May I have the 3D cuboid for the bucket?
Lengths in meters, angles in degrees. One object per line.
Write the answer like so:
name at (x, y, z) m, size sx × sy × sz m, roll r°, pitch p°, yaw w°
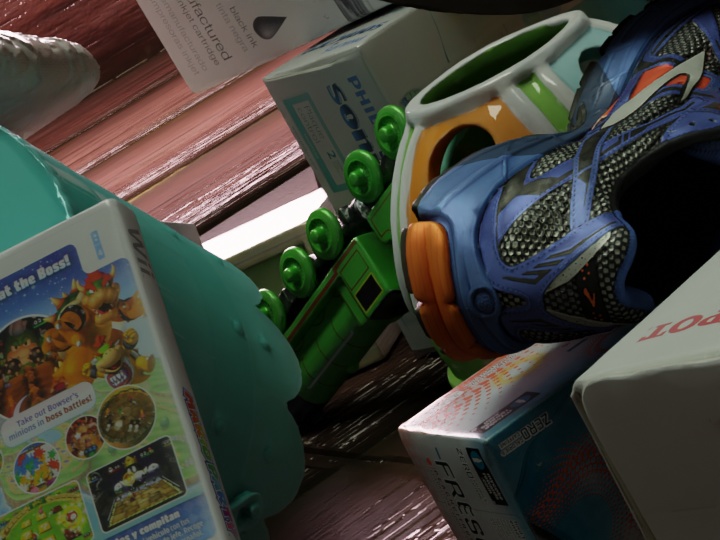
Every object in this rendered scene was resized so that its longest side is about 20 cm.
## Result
bucket at (-0.138, 0.051, 0.874) m, size 0.207 × 0.208 × 0.135 m, roll -25°, pitch -32°, yaw 18°

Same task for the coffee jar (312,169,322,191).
coffee jar at (0.056, -0.077, 1.244) m, size 0.104 × 0.086 × 0.200 m, roll -13°, pitch 10°, yaw 28°

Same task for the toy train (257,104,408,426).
toy train at (0.000, 0.000, 1.036) m, size 0.042 × 0.056 × 0.200 m, roll -18°, pitch -25°, yaw -38°

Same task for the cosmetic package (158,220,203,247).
cosmetic package at (-0.155, 0.063, 1.120) m, size 0.200 × 0.108 × 0.085 m, roll -26°, pitch -8°, yaw 16°

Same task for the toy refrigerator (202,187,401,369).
toy refrigerator at (-0.084, 0.037, 1.182) m, size 0.200 × 0.076 × 0.070 m, roll -23°, pitch 13°, yaw 21°

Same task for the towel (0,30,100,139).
towel at (-0.213, -0.039, 0.984) m, size 0.191 × 0.032 × 0.200 m, roll -33°, pitch -4°, yaw 13°

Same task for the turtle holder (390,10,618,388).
turtle holder at (0.093, -0.030, 0.913) m, size 0.185 × 0.132 × 0.141 m, roll -35°, pitch 12°, yaw -25°

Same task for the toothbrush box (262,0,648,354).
toothbrush box at (0.080, -0.076, 1.108) m, size 0.200 × 0.147 × 0.085 m, roll -37°, pitch 13°, yaw -31°

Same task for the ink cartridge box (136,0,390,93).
ink cartridge box at (-0.025, -0.183, 1.086) m, size 0.200 × 0.147 × 0.083 m, roll -20°, pitch 15°, yaw 44°

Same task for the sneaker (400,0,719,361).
sneaker at (0.100, -0.029, 0.770) m, size 0.078 × 0.075 × 0.200 m, roll 4°, pitch 34°, yaw 41°

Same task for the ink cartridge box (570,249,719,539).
ink cartridge box at (0.176, 0.006, 0.675) m, size 0.145 × 0.088 × 0.200 m, roll -16°, pitch 16°, yaw 49°

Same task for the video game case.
video game case at (-0.105, 0.095, 0.749) m, size 0.143 × 0.200 × 0.018 m, roll -26°, pitch -24°, yaw 13°

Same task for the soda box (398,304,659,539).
soda box at (0.115, 0.026, 0.793) m, size 0.200 × 0.064 × 0.068 m, roll -34°, pitch 13°, yaw -20°

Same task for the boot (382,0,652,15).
boot at (0.091, -0.118, 0.880) m, size 0.186 × 0.064 × 0.200 m, roll -3°, pitch 1°, yaw 10°
